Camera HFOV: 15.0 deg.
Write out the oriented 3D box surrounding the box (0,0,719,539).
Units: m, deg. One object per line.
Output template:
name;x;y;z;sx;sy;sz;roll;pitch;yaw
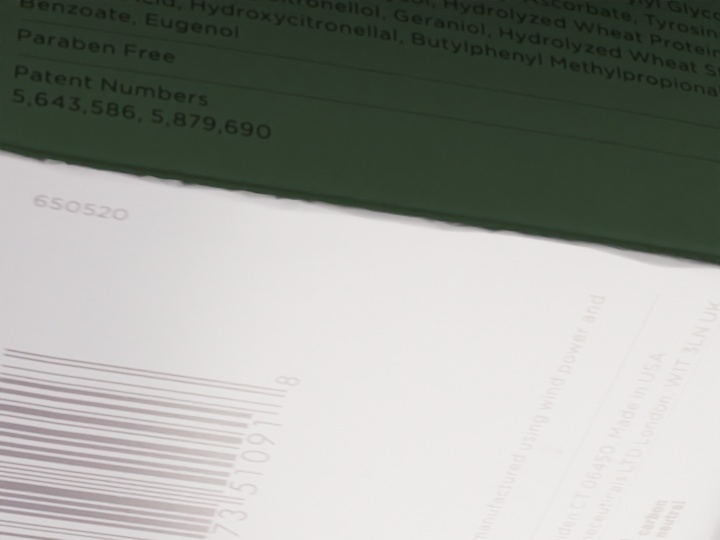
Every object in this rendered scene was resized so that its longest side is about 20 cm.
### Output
box;-0.009;0.003;0.629;0.199;0.131;0.199;8;139;-11
